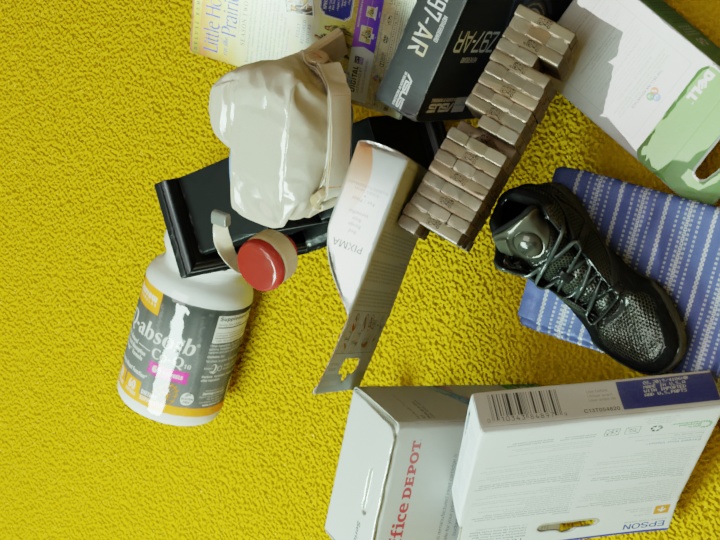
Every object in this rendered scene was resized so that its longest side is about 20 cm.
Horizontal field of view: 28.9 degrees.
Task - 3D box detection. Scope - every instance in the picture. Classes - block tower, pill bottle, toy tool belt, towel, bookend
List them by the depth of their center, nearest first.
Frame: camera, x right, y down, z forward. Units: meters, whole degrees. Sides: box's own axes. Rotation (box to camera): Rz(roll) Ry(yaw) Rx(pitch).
[{"bbox_3d":[0.105,-0.108,1.125,0.058,0.054,0.200,31,91,15],"label":"block tower"},{"bbox_3d":[-0.048,-0.092,1.159,0.125,0.123,0.200,20,125,28],"label":"toy tool belt"},{"bbox_3d":[0.229,0.003,1.160,0.200,0.024,0.145,20,101,37],"label":"towel"},{"bbox_3d":[-0.044,-0.073,1.284,0.200,0.199,0.092,-18,87,33],"label":"bookend"},{"bbox_3d":[-0.175,0.049,1.441,0.116,0.116,0.200,27,112,28],"label":"pill bottle"}]

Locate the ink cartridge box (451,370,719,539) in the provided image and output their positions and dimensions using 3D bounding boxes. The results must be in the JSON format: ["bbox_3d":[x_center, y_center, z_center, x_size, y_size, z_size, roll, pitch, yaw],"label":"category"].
[{"bbox_3d":[0.177,0.159,1.146,0.200,0.199,0.041,95,167,-51],"label":"ink cartridge box"}]

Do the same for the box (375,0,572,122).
[{"bbox_3d":[0.111,-0.206,1.160,0.043,0.200,0.161,35,114,25],"label":"box"}]

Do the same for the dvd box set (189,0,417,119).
[{"bbox_3d":[-0.044,-0.217,1.172,0.199,0.029,0.147,18,136,7],"label":"dvd box set"}]

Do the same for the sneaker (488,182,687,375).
[{"bbox_3d":[0.172,0.007,1.120,0.076,0.114,0.200,-48,64,28],"label":"sneaker"}]

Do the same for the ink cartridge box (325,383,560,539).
[{"bbox_3d":[0.083,0.181,1.231,0.087,0.200,0.146,34,118,54],"label":"ink cartridge box"}]

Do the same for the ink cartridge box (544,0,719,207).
[{"bbox_3d":[0.248,-0.151,1.158,0.200,0.059,0.104,44,118,16],"label":"ink cartridge box"}]

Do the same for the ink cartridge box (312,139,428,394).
[{"bbox_3d":[0.000,0.000,1.158,0.050,0.162,0.200,24,92,13],"label":"ink cartridge box"}]

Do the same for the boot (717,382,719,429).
[{"bbox_3d":[0.264,0.063,1.186,0.144,0.071,0.202,-10,88,40],"label":"boot"}]
